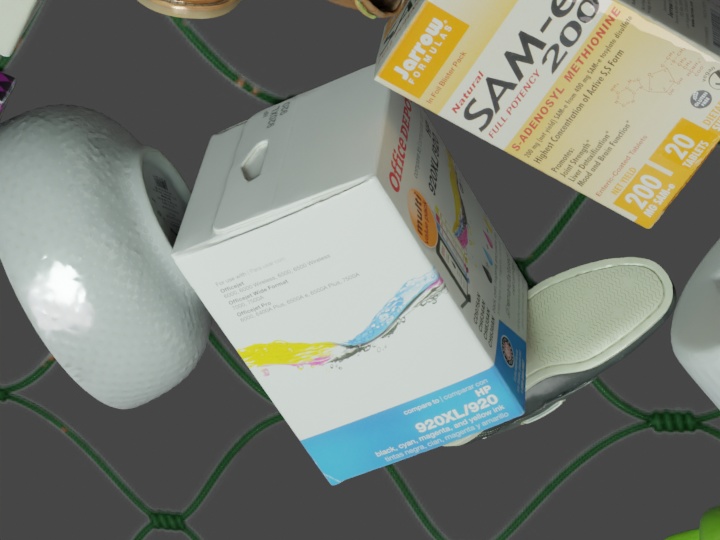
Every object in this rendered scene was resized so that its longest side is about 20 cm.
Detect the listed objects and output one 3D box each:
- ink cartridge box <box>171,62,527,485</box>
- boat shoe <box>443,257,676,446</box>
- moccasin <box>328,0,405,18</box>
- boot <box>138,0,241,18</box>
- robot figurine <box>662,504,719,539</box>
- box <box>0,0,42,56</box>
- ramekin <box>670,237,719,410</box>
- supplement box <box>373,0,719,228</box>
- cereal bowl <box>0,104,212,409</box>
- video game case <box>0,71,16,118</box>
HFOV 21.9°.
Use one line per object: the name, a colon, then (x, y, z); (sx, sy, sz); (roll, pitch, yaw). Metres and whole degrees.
ink cartridge box: (0.000, 0.000, 1.184); (0.145, 0.147, 0.200); (-22, 121, 20)
boat shoe: (0.131, 0.055, 1.270); (0.200, 0.072, 0.068); (-35, 154, 21)
moccasin: (-0.004, -0.198, 1.028); (0.078, 0.074, 0.201); (33, 161, 16)
boot: (-0.079, -0.242, 0.982); (0.074, 0.200, 0.155); (10, 135, -8)
robot figurine: (0.316, 0.211, 1.314); (0.200, 0.116, 0.176); (-15, 132, 17)
box: (-0.192, -0.246, 1.042); (0.109, 0.128, 0.200); (28, 125, -11)
ramekin: (0.284, 0.018, 1.132); (0.098, 0.201, 0.200); (42, 121, -13)
supplement box: (0.125, -0.129, 1.117); (0.200, 0.074, 0.126); (27, 125, -11)
cereal bowl: (-0.149, -0.018, 1.165); (0.083, 0.200, 0.200); (-24, 120, 13)
video game case: (-0.350, -0.094, 1.233); (0.200, 0.036, 0.181); (24, 127, -10)
